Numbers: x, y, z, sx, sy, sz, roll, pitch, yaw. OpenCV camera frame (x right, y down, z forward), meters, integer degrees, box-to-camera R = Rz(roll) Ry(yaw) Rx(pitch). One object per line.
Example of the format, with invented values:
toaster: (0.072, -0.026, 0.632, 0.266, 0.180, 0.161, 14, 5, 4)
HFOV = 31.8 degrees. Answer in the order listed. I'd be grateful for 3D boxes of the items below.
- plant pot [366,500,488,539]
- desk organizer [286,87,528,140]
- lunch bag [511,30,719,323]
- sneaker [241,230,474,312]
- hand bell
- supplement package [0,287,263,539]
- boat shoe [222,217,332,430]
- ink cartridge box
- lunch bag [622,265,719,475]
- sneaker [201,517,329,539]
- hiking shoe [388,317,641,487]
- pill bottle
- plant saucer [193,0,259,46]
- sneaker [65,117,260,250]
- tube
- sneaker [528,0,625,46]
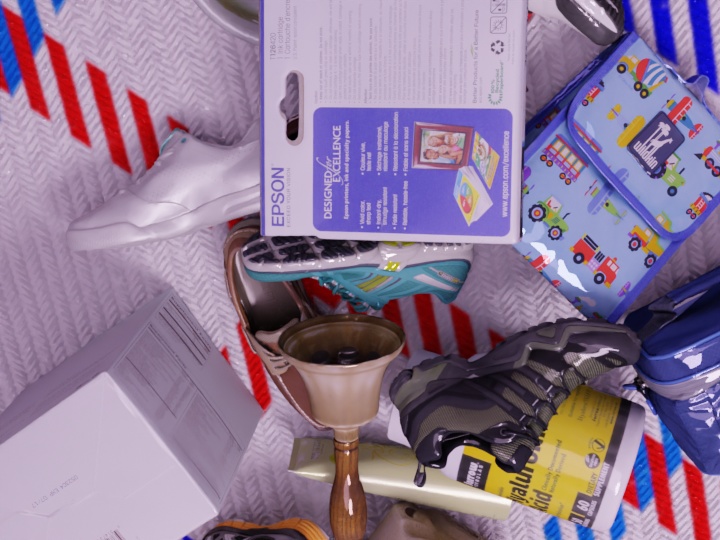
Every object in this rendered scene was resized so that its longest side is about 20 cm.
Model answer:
plant pot: (0.042, 0.313, 1.099, 0.200, 0.200, 0.184, 30, 97, -3)
desk organizer: (0.030, -0.125, 1.014, 0.199, 0.077, 0.072, -26, 102, 14)
lunch bag: (0.204, -0.079, 1.010, 0.150, 0.094, 0.200, 43, 97, -12)
sneaker: (0.000, 0.000, 1.037, 0.199, 0.078, 0.080, 0, 120, -17)
hand bell: (-0.011, 0.148, 1.040, 0.103, 0.104, 0.201, 0, 110, 7)
supplement package: (-0.211, 0.150, 1.062, 0.191, 0.200, 0.147, -33, 101, 16)
boat shoe: (-0.067, 0.055, 1.082, 0.075, 0.072, 0.201, -25, 102, 13)
ink cartridge box: (0.025, -0.122, 0.949, 0.199, 0.047, 0.199, 3, 98, 14)
lunch bag: (0.302, 0.059, 0.999, 0.199, 0.136, 0.133, -26, 101, 1)
sneaker: (-0.105, 0.270, 1.120, 0.200, 0.077, 0.078, -28, 99, 48)
hiking shoe: (0.126, 0.104, 0.974, 0.199, 0.076, 0.101, -18, 68, 11)
pill bottle: (0.128, 0.135, 1.058, 0.199, 0.111, 0.112, 18, 108, 11)
plant saucer: (-0.053, -0.275, 0.989, 0.199, 0.050, 0.202, 3, 106, 10)
sneaker: (-0.159, -0.073, 1.064, 0.199, 0.075, 0.089, -16, 92, 5)
tube: (0.036, 0.178, 1.111, 0.198, 0.052, 0.058, 10, 152, 0)
sneaker: (0.118, -0.237, 0.983, 0.200, 0.074, 0.080, 38, 122, -1)
